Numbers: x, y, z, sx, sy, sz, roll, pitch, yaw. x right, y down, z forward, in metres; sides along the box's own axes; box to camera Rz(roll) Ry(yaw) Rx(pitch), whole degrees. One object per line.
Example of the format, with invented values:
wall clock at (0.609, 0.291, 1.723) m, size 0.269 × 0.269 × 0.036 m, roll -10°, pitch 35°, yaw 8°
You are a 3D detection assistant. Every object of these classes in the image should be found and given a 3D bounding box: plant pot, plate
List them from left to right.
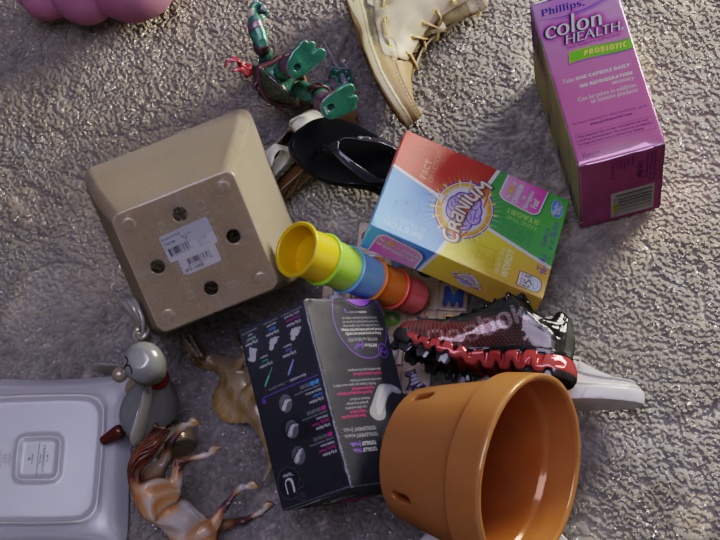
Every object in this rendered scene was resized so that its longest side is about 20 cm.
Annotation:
plate at (-0.353, 0.211, 1.767) m, size 0.200 × 0.032 × 0.200 m, roll -2°, pitch 70°, yaw 8°
plant pot at (-0.175, -0.037, 1.711) m, size 0.200 × 0.177 × 0.200 m, roll -21°, pitch 104°, yaw 0°
plant pot at (0.113, 0.193, 1.599) m, size 0.140 × 0.200 × 0.200 m, roll 7°, pitch 69°, yaw 36°

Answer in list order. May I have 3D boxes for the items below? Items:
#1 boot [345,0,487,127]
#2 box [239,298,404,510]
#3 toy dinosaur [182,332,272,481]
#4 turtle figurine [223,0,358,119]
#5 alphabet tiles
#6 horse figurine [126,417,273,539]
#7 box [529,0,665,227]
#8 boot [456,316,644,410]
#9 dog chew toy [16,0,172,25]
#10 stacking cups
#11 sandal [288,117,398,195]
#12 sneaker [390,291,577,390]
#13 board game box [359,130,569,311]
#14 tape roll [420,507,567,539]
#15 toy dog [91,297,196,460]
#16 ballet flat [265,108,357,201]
boot at (0.078, -0.276, 1.861) m, size 0.155 × 0.073 × 0.200 m, roll -21°, pitch 63°, yaw 3°
box at (-0.031, 0.139, 1.667) m, size 0.106 × 0.122 × 0.200 m, roll -26°, pitch 72°, yaw 38°
toy dinosaur at (-0.117, 0.135, 1.758) m, size 0.101 × 0.058 × 0.200 m, roll -42°, pitch 61°, yaw 8°
turtle figurine at (-0.077, -0.233, 1.842) m, size 0.150 × 0.200 × 0.101 m, roll 29°, pitch 94°, yaw -26°
alphabet tiles at (0.037, 0.041, 1.786) m, size 0.166 × 0.006 × 0.200 m, roll 3°, pitch 70°, yaw 10°
horse figurine at (-0.182, 0.244, 1.682) m, size 0.133 × 0.050 × 0.200 m, roll -42°, pitch 113°, yaw -7°
box at (0.258, -0.177, 1.743) m, size 0.097 × 0.176 × 0.200 m, roll -15°, pitch 68°, yaw 3°
boot at (0.206, 0.094, 1.705) m, size 0.200 × 0.074 × 0.096 m, roll 5°, pitch 75°, yaw 10°
dog chew toy at (-0.323, -0.353, 1.926) m, size 0.200 × 0.125 × 0.125 m, roll -8°, pitch 69°, yaw 14°
stacking cups at (0.000, 0.000, 1.701) m, size 0.060 × 0.200 × 0.061 m, roll -15°, pitch 67°, yaw 40°
sandal at (0.018, -0.120, 1.791) m, size 0.200 × 0.043 × 0.076 m, roll 21°, pitch 71°, yaw -7°
sneaker at (0.134, 0.068, 1.667) m, size 0.200 × 0.071 × 0.098 m, roll 8°, pitch 70°, yaw 17°
board game box at (0.115, -0.051, 1.731) m, size 0.200 × 0.040 × 0.153 m, roll 23°, pitch 51°, yaw -3°
tape roll at (0.139, 0.344, 1.644) m, size 0.203 × 0.037 × 0.203 m, roll -3°, pitch 70°, yaw 7°
toy dog at (-0.244, 0.138, 1.696) m, size 0.096 × 0.200 × 0.132 m, roll -25°, pitch 45°, yaw -10°
ballet flat at (-0.081, -0.133, 1.831) m, size 0.200 × 0.072 × 0.068 m, roll -44°, pitch 65°, yaw -9°
